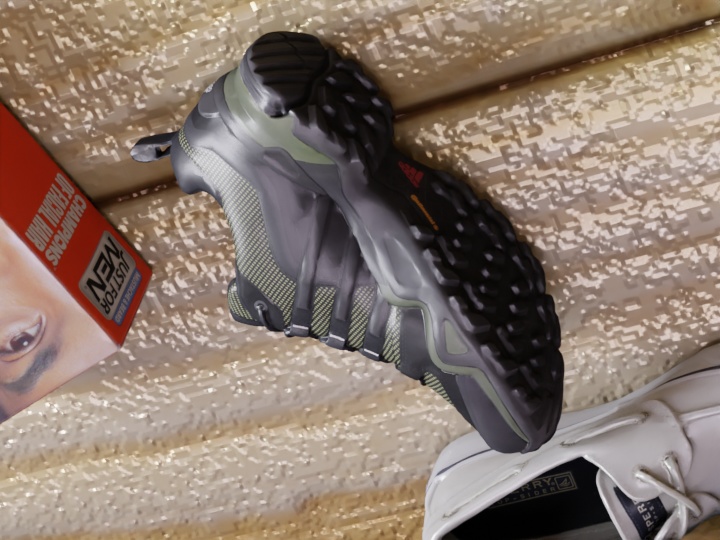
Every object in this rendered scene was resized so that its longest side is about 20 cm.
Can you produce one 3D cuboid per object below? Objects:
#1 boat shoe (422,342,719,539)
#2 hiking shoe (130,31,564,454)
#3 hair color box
[{"bbox_3d":[0.115,0.085,0.971,0.199,0.066,0.072,-14,118,19],"label":"boat shoe"},{"bbox_3d":[0.000,0.000,0.948,0.101,0.076,0.200,-32,102,36],"label":"hiking shoe"},{"bbox_3d":[-0.194,-0.029,0.965,0.111,0.064,0.200,-32,112,26],"label":"hair color box"}]
